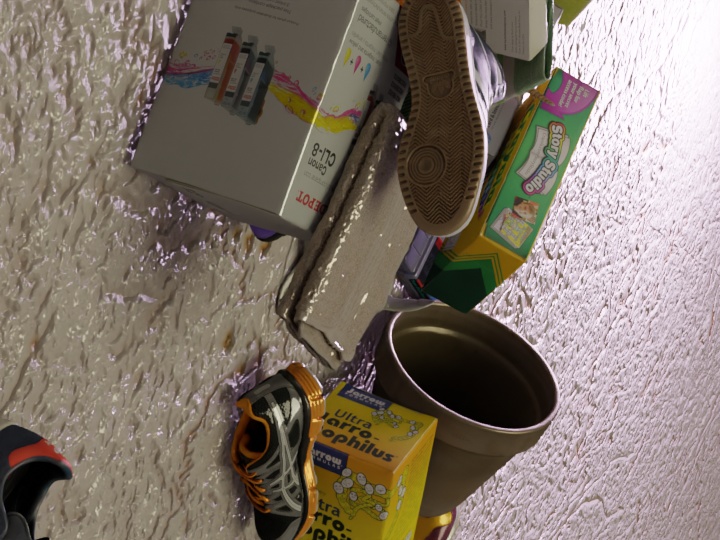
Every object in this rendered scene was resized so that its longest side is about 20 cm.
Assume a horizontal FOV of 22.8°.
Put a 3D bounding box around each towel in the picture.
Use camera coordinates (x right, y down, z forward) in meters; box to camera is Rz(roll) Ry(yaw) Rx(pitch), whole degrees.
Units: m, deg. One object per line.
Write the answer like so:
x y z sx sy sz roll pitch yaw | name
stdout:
0.002 -0.024 1.422 0.200 0.034 0.133 -66 158 -11 | towel
0.092 -0.181 1.609 0.023 0.200 0.153 41 40 -32 | towel

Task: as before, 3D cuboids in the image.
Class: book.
0.062 -0.264 1.517 0.048 0.200 0.134 -46 145 -37 | book

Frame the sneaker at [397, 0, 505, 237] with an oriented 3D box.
0.075 -0.114 1.412 0.108 0.070 0.200 36 49 -67 | sneaker

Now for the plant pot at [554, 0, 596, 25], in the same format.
0.217 -0.361 1.821 0.187 0.187 0.200 -18 137 -59 | plant pot

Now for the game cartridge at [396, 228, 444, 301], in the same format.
0.091 -0.023 1.926 0.130 0.038 0.200 -68 154 -17 | game cartridge

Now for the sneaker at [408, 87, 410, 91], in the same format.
0.009 -0.167 1.622 0.200 0.060 0.104 -52 -165 18 | sneaker

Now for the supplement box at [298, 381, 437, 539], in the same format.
-0.007 0.232 1.778 0.110 0.109 0.200 -46 150 -54 | supplement box

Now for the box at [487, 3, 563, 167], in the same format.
0.128 -0.161 1.797 0.200 0.041 0.156 -65 -175 -28 | box

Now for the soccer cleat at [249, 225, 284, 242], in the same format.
-0.062 -0.124 1.540 0.073 0.068 0.200 24 88 -40 | soccer cleat

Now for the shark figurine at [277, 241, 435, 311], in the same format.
0.000 0.019 1.715 0.128 0.089 0.215 -62 151 -17 | shark figurine

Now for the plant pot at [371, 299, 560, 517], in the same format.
0.086 0.161 1.877 0.200 0.200 0.174 -30 152 -54 | plant pot

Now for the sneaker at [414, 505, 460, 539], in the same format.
0.080 0.231 2.037 0.090 0.075 0.200 40 64 -54 | sneaker

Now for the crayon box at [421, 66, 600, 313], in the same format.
0.145 -0.076 1.738 0.200 0.058 0.173 -65 -174 -24 | crayon box

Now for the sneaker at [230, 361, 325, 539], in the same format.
-0.087 0.179 1.676 0.077 0.078 0.200 -18 125 -34 | sneaker

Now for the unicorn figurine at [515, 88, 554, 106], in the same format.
0.120 -0.250 1.708 0.137 0.200 0.074 -59 -176 -22 | unicorn figurine

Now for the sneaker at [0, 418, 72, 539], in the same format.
-0.279 0.203 1.285 0.200 0.084 0.075 -62 153 -18 | sneaker

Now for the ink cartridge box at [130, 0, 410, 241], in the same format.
-0.062 -0.136 1.421 0.145 0.145 0.200 27 83 -66 | ink cartridge box
